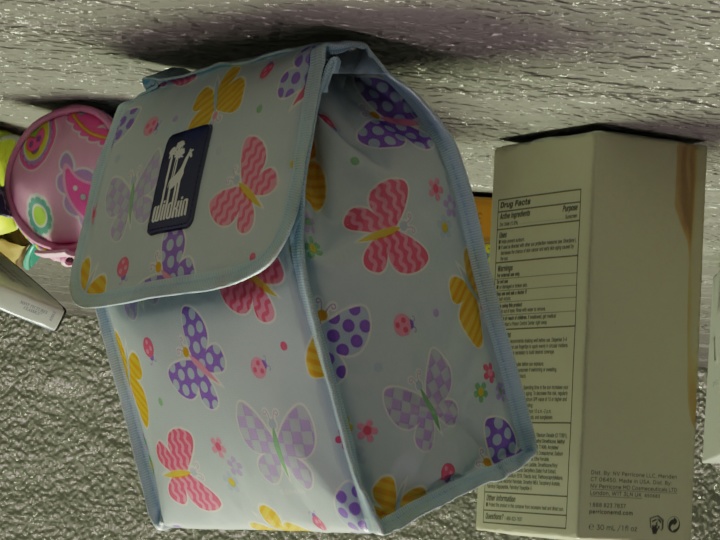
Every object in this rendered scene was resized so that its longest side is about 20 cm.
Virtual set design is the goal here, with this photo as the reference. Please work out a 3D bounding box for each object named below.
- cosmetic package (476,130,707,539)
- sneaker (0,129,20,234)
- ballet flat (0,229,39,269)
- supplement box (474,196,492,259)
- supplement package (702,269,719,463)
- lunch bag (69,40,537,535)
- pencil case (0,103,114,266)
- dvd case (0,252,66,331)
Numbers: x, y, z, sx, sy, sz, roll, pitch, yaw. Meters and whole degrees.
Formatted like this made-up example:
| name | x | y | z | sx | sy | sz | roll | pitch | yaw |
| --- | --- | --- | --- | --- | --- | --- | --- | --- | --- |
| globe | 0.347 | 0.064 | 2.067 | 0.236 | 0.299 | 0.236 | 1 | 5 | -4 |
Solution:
| name | x | y | z | sx | sy | sz | roll | pitch | yaw |
| --- | --- | --- | --- | --- | --- | --- | --- | --- | --- |
| cosmetic package | 0.116 | 0.035 | 1.289 | 0.071 | 0.202 | 0.105 | 6 | 176 | -28 |
| sneaker | -0.257 | -0.049 | 1.384 | 0.104 | 0.076 | 0.200 | 3 | 176 | 20 |
| ballet flat | -0.210 | -0.045 | 1.574 | 0.063 | 0.069 | 0.200 | 33 | 169 | -6 |
| supplement box | 0.064 | -0.012 | 1.588 | 0.198 | 0.067 | 0.069 | 4 | 175 | 14 |
| supplement package | 0.350 | 0.071 | 1.805 | 0.198 | 0.148 | 0.191 | 4 | 175 | 4 |
| lunch bag | -0.037 | 0.007 | 1.108 | 0.127 | 0.202 | 0.169 | -19 | -171 | -39 |
| pencil case | -0.106 | -0.034 | 1.376 | 0.087 | 0.088 | 0.200 | 2 | 175 | 31 |
| dvd case | -0.280 | -0.027 | 1.486 | 0.199 | 0.018 | 0.143 | 24 | -174 | -36 |
